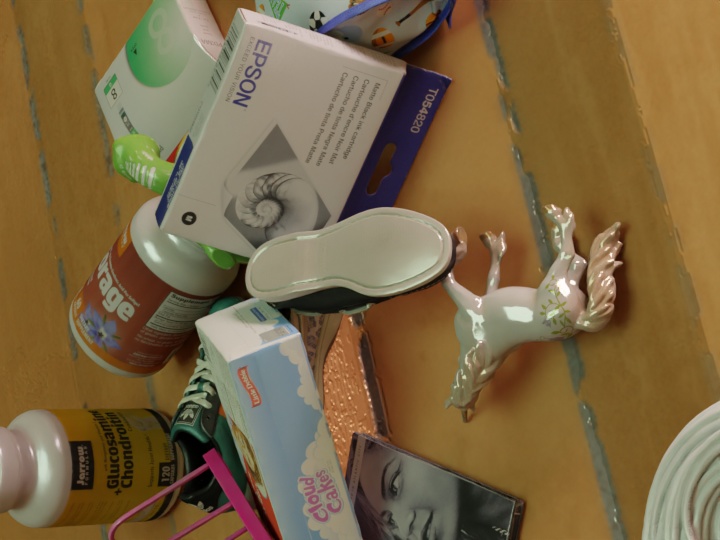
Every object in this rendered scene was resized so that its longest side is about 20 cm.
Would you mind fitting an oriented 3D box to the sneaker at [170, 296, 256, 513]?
[{"bbox_3d":[-0.132,0.123,1.665,0.071,0.080,0.201,-9,80,49],"label":"sneaker"}]

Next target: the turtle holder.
[{"bbox_3d":[-0.112,-0.077,1.591,0.132,0.185,0.141,-121,12,-61],"label":"turtle holder"}]

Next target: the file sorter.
[{"bbox_3d":[-0.114,0.289,1.557,0.125,0.139,0.200,-32,54,-7],"label":"file sorter"}]

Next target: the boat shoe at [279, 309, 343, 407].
[{"bbox_3d":[-0.070,0.088,1.612,0.073,0.062,0.201,23,105,46],"label":"boat shoe"}]

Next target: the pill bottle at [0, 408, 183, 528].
[{"bbox_3d":[-0.278,0.189,1.736,0.112,0.199,0.113,-3,85,48],"label":"pill bottle"}]

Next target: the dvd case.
[{"bbox_3d":[0.048,0.233,1.504,0.200,0.016,0.149,18,101,48],"label":"dvd case"}]

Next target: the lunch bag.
[{"bbox_3d":[0.004,-0.266,1.512,0.200,0.123,0.171,-32,63,51],"label":"lunch bag"}]

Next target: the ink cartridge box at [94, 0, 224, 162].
[{"bbox_3d":[-0.178,-0.154,1.763,0.161,0.050,0.201,-48,52,35],"label":"ink cartridge box"}]

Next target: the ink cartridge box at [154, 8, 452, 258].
[{"bbox_3d":[-0.044,-0.096,1.493,0.200,0.199,0.041,-66,25,22],"label":"ink cartridge box"}]

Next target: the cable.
[{"bbox_3d":[0.280,0.179,1.210,0.200,0.069,0.201,-3,86,49],"label":"cable"}]

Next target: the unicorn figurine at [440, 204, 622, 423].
[{"bbox_3d":[0.115,0.031,1.401,0.200,0.074,0.138,-21,68,49],"label":"unicorn figurine"}]

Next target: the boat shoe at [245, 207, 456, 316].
[{"bbox_3d":[0.000,0.000,1.452,0.199,0.060,0.074,-13,64,35],"label":"boat shoe"}]

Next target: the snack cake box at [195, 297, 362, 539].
[{"bbox_3d":[-0.068,0.135,1.516,0.115,0.067,0.201,-141,33,-65],"label":"snack cake box"}]

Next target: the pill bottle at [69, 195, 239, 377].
[{"bbox_3d":[-0.185,0.001,1.710,0.200,0.112,0.112,-50,53,34],"label":"pill bottle"}]
